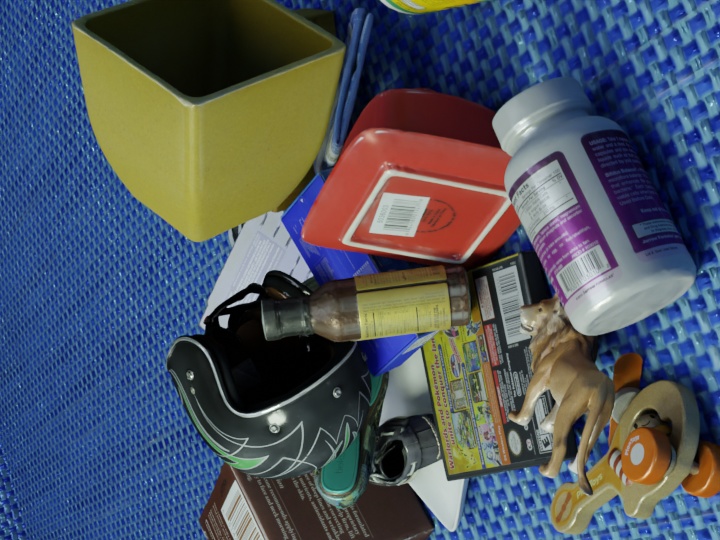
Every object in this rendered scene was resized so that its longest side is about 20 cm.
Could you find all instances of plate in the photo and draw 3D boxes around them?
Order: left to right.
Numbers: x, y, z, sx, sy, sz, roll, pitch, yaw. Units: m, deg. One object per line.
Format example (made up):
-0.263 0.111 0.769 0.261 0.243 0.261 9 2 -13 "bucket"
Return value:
0.072 0.149 1.605 0.200 0.032 0.200 46 139 41 "plate"

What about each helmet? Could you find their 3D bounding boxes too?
-0.084 0.118 1.500 0.191 0.200 0.200 45 143 12 "helmet"

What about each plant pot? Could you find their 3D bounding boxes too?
-0.151 -0.149 1.468 0.195 0.194 0.200 35 136 34 "plant pot"

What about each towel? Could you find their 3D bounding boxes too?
-0.020 -0.178 1.516 0.200 0.024 0.147 138 144 -82 "towel"

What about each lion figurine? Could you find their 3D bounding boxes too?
0.186 0.102 1.285 0.123 0.072 0.200 -64 23 14 "lion figurine"

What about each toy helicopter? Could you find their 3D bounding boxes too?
0.225 0.163 1.286 0.200 0.079 0.132 -51 34 42 "toy helicopter"

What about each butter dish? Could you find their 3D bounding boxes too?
0.060 -0.107 1.402 0.200 0.199 0.148 124 150 -54 "butter dish"

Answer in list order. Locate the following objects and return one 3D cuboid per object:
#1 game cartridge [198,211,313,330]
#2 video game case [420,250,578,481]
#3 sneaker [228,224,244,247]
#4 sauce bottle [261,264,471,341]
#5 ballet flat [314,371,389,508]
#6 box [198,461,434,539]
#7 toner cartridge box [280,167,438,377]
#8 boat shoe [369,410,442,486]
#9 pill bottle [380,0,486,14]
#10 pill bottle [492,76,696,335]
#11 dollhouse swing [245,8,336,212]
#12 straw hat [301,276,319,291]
-0.108 0.018 1.767 0.130 0.038 0.200 39 116 22 "game cartridge"
0.128 0.097 1.446 0.181 0.025 0.200 -21 77 53 "video game case"
-0.105 -0.012 1.808 0.200 0.073 0.112 64 150 24 "sneaker"
0.005 0.034 1.422 0.065 0.199 0.065 174 90 -89 "sauce bottle"
-0.010 0.165 1.599 0.074 0.074 0.200 -43 28 58 "ballet flat"
-0.055 0.298 1.722 0.166 0.200 0.164 61 148 26 "box"
0.000 0.000 1.518 0.200 0.043 0.095 59 138 13 "toner cartridge box"
0.034 0.197 1.596 0.200 0.063 0.073 -36 73 61 "boat shoe"
0.093 -0.291 1.296 0.200 0.113 0.113 4 105 60 "pill bottle"
0.188 -0.057 1.228 0.200 0.112 0.112 66 150 19 "pill bottle"
-0.118 -0.189 1.673 0.176 0.182 0.200 9 111 37 "dollhouse swing"
-0.035 0.103 1.677 0.085 0.201 0.201 19 124 20 "straw hat"
